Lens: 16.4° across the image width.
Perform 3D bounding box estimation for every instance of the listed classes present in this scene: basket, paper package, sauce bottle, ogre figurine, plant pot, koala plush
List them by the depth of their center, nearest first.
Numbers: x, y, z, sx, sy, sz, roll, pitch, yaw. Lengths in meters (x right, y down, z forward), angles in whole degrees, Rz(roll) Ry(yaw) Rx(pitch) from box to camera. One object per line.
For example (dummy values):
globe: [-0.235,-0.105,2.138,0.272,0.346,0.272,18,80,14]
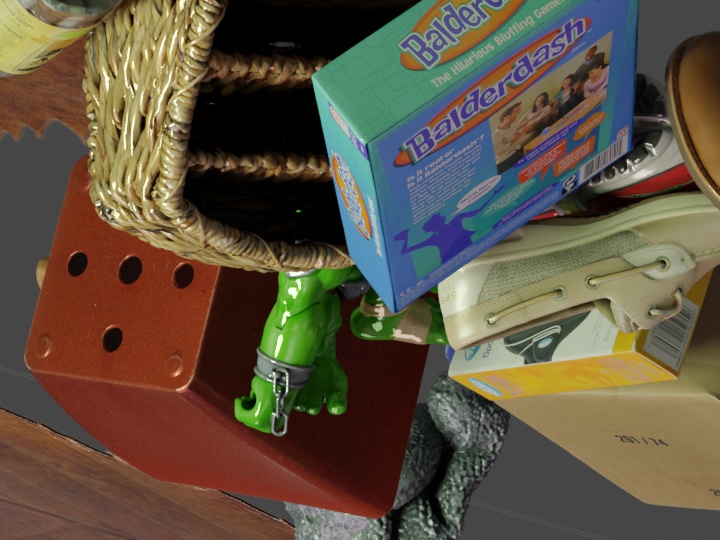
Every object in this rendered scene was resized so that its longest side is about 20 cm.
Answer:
basket: [-0.020,-0.073,1.236,0.199,0.144,0.149,2,174,-34]
sauce bottle: [-0.170,-0.133,1.242,0.065,0.065,0.200,28,163,-18]
ogre figurine: [0.000,0.000,1.404,0.098,0.199,0.120,42,141,40]
plant pot: [-0.087,0.023,1.513,0.199,0.201,0.176,6,167,37]
paper package: [0.208,0.069,1.522,0.199,0.104,0.190,-3,151,48]
koala plush: [-0.029,0.125,1.799,0.200,0.185,0.177,36,155,-33]

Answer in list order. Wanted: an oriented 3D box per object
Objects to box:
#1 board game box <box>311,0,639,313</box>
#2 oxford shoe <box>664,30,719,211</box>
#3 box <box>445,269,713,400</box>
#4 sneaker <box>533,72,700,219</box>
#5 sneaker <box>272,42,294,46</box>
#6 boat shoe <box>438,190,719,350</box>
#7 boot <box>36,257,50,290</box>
board game box: [0.058,-0.073,1.160,0.045,0.152,0.200,52,169,20]
oxford shoe: [0.208,-0.043,1.169,0.071,0.201,0.071,-15,150,-22]
box: [0.124,0.010,1.430,0.041,0.120,0.200,30,159,-24]
sneaker: [0.125,-0.049,1.349,0.085,0.077,0.200,22,165,-29]
sneaker: [-0.024,-0.103,1.395,0.199,0.071,0.082,18,-179,9]
boat shoe: [0.138,0.002,1.290,0.199,0.065,0.072,-8,170,-4]
boot: [-0.168,0.014,1.819,0.154,0.074,0.200,19,158,19]
